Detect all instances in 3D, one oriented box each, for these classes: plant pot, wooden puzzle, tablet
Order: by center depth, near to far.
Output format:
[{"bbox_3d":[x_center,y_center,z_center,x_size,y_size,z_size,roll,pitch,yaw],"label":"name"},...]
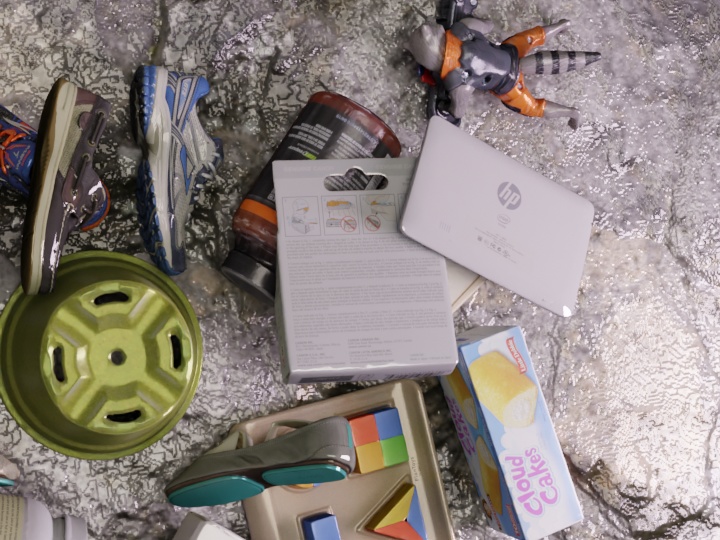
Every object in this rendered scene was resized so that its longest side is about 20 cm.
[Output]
[{"bbox_3d":[-0.226,0.076,1.317,0.199,0.184,0.202,1,87,-15],"label":"plant pot"},{"bbox_3d":[0.133,-0.051,1.394,0.199,0.014,0.131,27,63,-22],"label":"tablet"},{"bbox_3d":[-0.013,0.218,1.440,0.199,0.046,0.187,-13,91,-15],"label":"wooden puzzle"}]

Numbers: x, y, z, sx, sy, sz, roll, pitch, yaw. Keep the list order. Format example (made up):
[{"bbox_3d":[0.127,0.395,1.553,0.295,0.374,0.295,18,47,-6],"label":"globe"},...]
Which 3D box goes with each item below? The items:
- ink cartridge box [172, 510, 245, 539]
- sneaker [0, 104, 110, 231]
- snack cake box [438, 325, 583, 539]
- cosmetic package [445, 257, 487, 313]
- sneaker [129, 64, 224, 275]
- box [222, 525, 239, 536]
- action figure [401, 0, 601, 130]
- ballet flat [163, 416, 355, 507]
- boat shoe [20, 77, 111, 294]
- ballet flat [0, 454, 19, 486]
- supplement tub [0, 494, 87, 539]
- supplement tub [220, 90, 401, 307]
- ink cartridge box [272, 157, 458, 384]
[{"bbox_3d":[-0.132,0.332,1.276,0.145,0.084,0.201,33,79,-12],"label":"ink cartridge box"},{"bbox_3d":[-0.316,-0.108,1.355,0.199,0.078,0.076,28,80,-13],"label":"sneaker"},{"bbox_3d":[0.142,0.158,1.450,0.067,0.115,0.201,-20,92,-15],"label":"snack cake box"},{"bbox_3d":[0.072,0.000,1.445,0.200,0.103,0.073,-44,98,-12],"label":"cosmetic package"},{"bbox_3d":[-0.168,-0.096,1.399,0.085,0.077,0.202,-3,89,-20],"label":"sneaker"},{"bbox_3d":[-0.180,0.339,1.360,0.199,0.101,0.113,-29,95,-15],"label":"box"},{"bbox_3d":[0.135,-0.234,1.475,0.192,0.104,0.202,1,89,-25],"label":"action figure"},{"bbox_3d":[-0.094,0.177,1.384,0.199,0.067,0.064,-14,59,23],"label":"ballet flat"},{"bbox_3d":[-0.255,-0.072,1.291,0.066,0.072,0.202,11,67,-19],"label":"boat shoe"},{"bbox_3d":[-0.394,0.153,1.271,0.198,0.067,0.063,4,75,-16],"label":"ballet flat"},{"bbox_3d":[-0.340,0.257,1.236,0.199,0.145,0.146,10,85,-16],"label":"supplement tub"},{"bbox_3d":[-0.053,-0.065,1.412,0.107,0.107,0.201,35,80,-11],"label":"supplement tub"},{"bbox_3d":[0.000,0.000,1.358,0.161,0.057,0.201,-2,71,-15],"label":"ink cartridge box"}]
